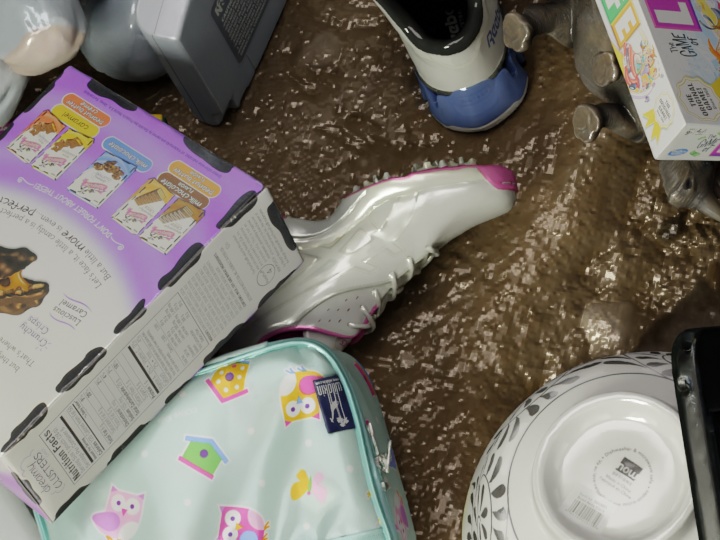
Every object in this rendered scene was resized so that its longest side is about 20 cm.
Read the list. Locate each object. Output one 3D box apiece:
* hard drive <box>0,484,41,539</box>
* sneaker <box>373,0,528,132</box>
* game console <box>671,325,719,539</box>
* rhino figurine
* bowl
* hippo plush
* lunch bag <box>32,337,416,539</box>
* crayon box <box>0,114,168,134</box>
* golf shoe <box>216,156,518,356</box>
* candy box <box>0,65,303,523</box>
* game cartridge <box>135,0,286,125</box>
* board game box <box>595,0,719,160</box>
[{"bbox_3d":[-0.259,0.145,1.454,0.131,0.026,0.200,-35,62,-1],"label":"hard drive"},{"bbox_3d":[0.037,-0.189,1.466,0.080,0.115,0.200,-23,62,4],"label":"sneaker"},{"bbox_3d":[0.243,0.117,1.224,0.116,0.176,0.202,-11,85,27],"label":"game console"},{"bbox_3d":[0.157,-0.101,1.414,0.201,0.087,0.060,57,133,27],"label":"rhino figurine"},{"bbox_3d":[0.139,0.119,1.312,0.199,0.094,0.202,-6,64,14],"label":"bowl"},{"bbox_3d":[-0.184,-0.181,1.513,0.159,0.160,0.202,-14,81,42],"label":"hippo plush"},{"bbox_3d":[-0.070,0.133,1.364,0.199,0.077,0.162,-18,76,9],"label":"lunch bag"},{"bbox_3d":[-0.208,0.003,1.467,0.198,0.058,0.174,-3,63,7],"label":"crayon box"},{"bbox_3d":[0.000,0.000,1.427,0.199,0.075,0.092,-19,78,10],"label":"golf shoe"},{"bbox_3d":[-0.160,0.009,1.364,0.167,0.072,0.200,32,71,36],"label":"candy box"},{"bbox_3d":[-0.069,-0.201,1.493,0.041,0.133,0.201,15,71,24],"label":"game cartridge"},{"bbox_3d":[0.193,-0.152,1.407,0.134,0.034,0.201,-1,59,-29],"label":"board game box"}]
